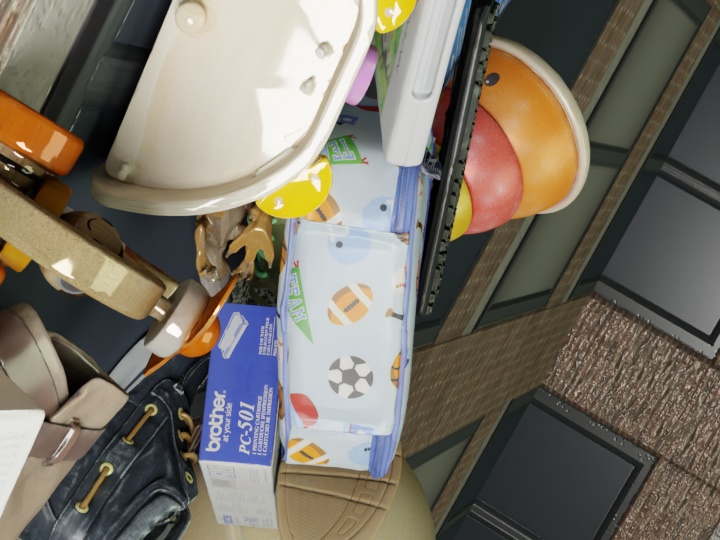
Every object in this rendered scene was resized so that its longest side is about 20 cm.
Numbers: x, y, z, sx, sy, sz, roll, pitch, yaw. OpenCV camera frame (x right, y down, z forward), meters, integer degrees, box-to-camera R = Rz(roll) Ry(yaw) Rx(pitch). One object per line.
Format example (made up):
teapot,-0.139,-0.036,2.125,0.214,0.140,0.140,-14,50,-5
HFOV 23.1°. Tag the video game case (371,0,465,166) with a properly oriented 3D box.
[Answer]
video game case,0.027,-0.185,0.856,0.182,0.022,0.201,105,-16,-49

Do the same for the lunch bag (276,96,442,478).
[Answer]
lunch bag,0.000,0.000,0.967,0.160,0.075,0.201,-73,170,-71

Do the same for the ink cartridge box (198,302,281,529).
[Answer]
ink cartridge box,-0.067,0.093,1.070,0.200,0.044,0.095,96,0,-72

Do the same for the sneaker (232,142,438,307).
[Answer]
sneaker,-0.045,-0.032,1.103,0.200,0.088,0.077,-48,-146,21

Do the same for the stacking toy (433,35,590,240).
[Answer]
stacking toy,0.055,-0.065,1.257,0.200,0.146,0.146,-37,157,-32

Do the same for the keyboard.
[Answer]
keyboard,0.059,-0.077,1.089,0.127,0.020,0.201,-82,-176,-70

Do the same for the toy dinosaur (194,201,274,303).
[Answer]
toy dinosaur,-0.065,-0.061,0.993,0.106,0.060,0.201,-91,-156,-61

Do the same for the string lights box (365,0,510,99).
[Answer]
string lights box,0.060,-0.190,1.126,0.200,0.059,0.103,-53,165,-26

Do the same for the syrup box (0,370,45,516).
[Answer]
syrup box,-0.213,0.120,0.708,0.081,0.079,0.201,2,120,-57

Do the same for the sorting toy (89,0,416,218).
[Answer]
sorting toy,-0.037,-0.128,0.879,0.180,0.106,0.201,-79,-166,-69

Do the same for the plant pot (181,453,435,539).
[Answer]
plant pot,-0.042,0.181,1.218,0.201,0.200,0.135,-55,171,-17

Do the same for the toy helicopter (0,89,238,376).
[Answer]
toy helicopter,-0.104,0.000,0.771,0.079,0.132,0.200,-59,167,-2

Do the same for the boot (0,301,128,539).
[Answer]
boot,-0.171,0.103,0.841,0.146,0.070,0.200,-44,154,-10

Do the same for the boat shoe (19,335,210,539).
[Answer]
boat shoe,-0.121,0.107,1.028,0.200,0.091,0.071,-45,161,-46

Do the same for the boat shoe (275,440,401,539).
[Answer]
boat shoe,-0.012,0.112,1.061,0.201,0.071,0.065,-86,-179,-47
